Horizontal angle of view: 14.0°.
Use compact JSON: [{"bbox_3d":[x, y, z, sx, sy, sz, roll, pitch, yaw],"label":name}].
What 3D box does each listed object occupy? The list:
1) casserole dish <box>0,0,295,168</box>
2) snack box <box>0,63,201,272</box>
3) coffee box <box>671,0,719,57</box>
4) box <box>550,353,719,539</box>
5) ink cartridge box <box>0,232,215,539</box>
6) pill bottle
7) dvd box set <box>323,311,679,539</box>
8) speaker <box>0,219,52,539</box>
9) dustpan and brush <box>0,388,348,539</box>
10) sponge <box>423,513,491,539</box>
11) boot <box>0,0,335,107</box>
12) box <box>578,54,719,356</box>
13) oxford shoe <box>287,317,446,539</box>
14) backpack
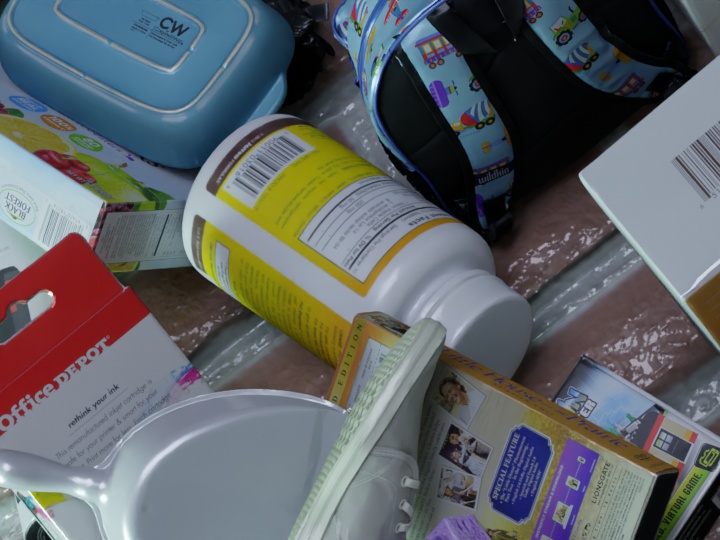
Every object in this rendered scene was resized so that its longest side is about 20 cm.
[{"bbox_3d":[-0.132,-0.140,1.738,0.199,0.039,0.121,29,74,25],"label":"casserole dish"},{"bbox_3d":[-0.177,-0.066,1.755,0.200,0.142,0.053,32,111,32],"label":"snack box"},{"bbox_3d":[0.206,-0.276,1.639,0.199,0.198,0.200,-37,60,4],"label":"coffee box"},{"bbox_3d":[0.110,0.157,1.586,0.110,0.035,0.200,31,83,31],"label":"box"},{"bbox_3d":[-0.140,0.092,1.625,0.116,0.067,0.200,-39,93,-14],"label":"ink cartridge box"},{"bbox_3d":[0.000,0.000,1.664,0.200,0.109,0.109,35,85,32],"label":"pill bottle"},{"bbox_3d":[0.058,0.128,1.548,0.199,0.029,0.147,27,107,30],"label":"dvd box set"},{"bbox_3d":[-0.179,0.064,1.736,0.081,0.081,0.201,-24,60,13],"label":"speaker"},{"bbox_3d":[-0.113,0.121,1.570,0.199,0.057,0.140,10,97,-15],"label":"dustpan and brush"},{"bbox_3d":[0.025,0.236,1.538,0.112,0.030,0.200,51,118,23],"label":"sponge"},{"bbox_3d":[-0.122,-0.149,1.803,0.197,0.073,0.163,-26,58,1],"label":"boot"},{"bbox_3d":[0.215,-0.018,1.518,0.124,0.200,0.098,-40,58,4],"label":"box"},{"bbox_3d":[0.004,0.120,1.522,0.057,0.075,0.201,25,90,-2],"label":"oxford shoe"},{"bbox_3d":[0.070,-0.136,1.639,0.182,0.200,0.135,-37,58,6],"label":"backpack"}]
